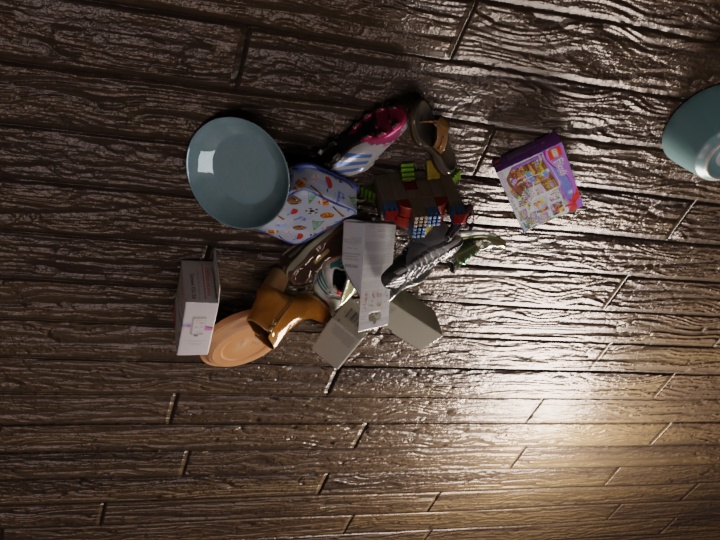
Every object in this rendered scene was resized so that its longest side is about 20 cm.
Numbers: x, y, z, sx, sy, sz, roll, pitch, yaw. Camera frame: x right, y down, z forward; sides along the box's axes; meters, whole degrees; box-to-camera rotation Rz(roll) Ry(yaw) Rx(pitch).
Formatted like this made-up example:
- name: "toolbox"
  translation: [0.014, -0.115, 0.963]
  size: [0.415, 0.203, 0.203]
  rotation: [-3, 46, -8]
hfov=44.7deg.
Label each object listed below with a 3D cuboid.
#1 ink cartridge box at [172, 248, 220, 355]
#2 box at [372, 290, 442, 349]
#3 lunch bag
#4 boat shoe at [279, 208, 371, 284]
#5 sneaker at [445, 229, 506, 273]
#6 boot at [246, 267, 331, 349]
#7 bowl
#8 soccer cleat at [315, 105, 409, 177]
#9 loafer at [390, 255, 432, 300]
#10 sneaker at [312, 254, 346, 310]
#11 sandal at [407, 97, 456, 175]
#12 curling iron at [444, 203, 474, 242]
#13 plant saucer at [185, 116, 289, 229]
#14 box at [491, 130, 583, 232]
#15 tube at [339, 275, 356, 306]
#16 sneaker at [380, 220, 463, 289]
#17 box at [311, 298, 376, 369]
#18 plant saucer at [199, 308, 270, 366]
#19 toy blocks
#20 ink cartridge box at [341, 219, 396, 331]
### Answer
- name: "ink cartridge box"
  translation: [-0.326, 0.061, 1.734]
  size: [0.067, 0.117, 0.201]
  rotation: [2, 135, -20]
- name: "box"
  translation: [0.090, 0.094, 1.917]
  size: [0.068, 0.082, 0.200]
  rotation: [-36, 134, 21]
- name: "lunch bag"
  translation: [-0.108, -0.118, 1.604]
  size: [0.160, 0.076, 0.199]
  rotation: [19, 150, -40]
- name: "boat shoe"
  translation: [-0.074, -0.063, 1.713]
  size: [0.202, 0.075, 0.075]
  rotation: [-37, 142, -11]
- name: "sneaker"
  translation: [0.202, -0.037, 1.798]
  size: [0.199, 0.089, 0.077]
  rotation: [0, 177, -10]
- name: "boot"
  translation: [-0.151, 0.103, 1.809]
  size: [0.070, 0.145, 0.201]
  rotation: [-3, 145, 42]
- name: "bowl"
  translation: [0.711, -0.255, 1.722]
  size: [0.199, 0.105, 0.201]
  rotation: [-10, 139, -8]
- name: "soccer cleat"
  translation: [0.012, -0.225, 1.571]
  size: [0.199, 0.070, 0.086]
  rotation: [-27, 146, 21]
- name: "loafer"
  translation: [0.070, 0.006, 1.801]
  size: [0.199, 0.069, 0.076]
  rotation: [-30, 113, -36]
- name: "sneaker"
  translation: [-0.053, 0.031, 1.803]
  size: [0.070, 0.094, 0.200]
  rotation: [-2, 137, -14]
- name: "sandal"
  translation: [0.140, -0.239, 1.570]
  size: [0.054, 0.082, 0.200]
  rotation: [-1, 149, 29]
- name: "curling iron"
  translation: [0.194, -0.088, 1.695]
  size: [0.025, 0.200, 0.050]
  rotation: [1, 107, 17]
- name: "plant saucer"
  translation: [-0.207, -0.172, 1.523]
  size: [0.200, 0.039, 0.202]
  rotation: [9, 115, 19]
- name: "box"
  translation: [0.356, -0.173, 1.749]
  size: [0.136, 0.039, 0.200]
  rotation: [-24, 138, 10]
- name: "tube"
  translation: [0.000, 0.000, 1.719]
  size: [0.052, 0.200, 0.058]
  rotation: [-19, 104, 24]
- name: "sneaker"
  translation: [0.095, -0.049, 1.701]
  size: [0.199, 0.116, 0.075]
  rotation: [-28, 165, -30]
- name: "box"
  translation: [-0.037, 0.137, 1.875]
  size: [0.082, 0.068, 0.200]
  rotation: [40, 153, 2]
- name: "plant saucer"
  translation: [-0.250, 0.150, 1.880]
  size: [0.199, 0.032, 0.201]
  rotation: [-21, 152, -11]
- name: "toy blocks"
  translation: [0.110, -0.123, 1.653]
  size: [0.199, 0.137, 0.100]
  rotation: [-5, 138, -11]
- name: "ink cartridge box"
  translation: [0.013, 0.006, 1.651]
  size: [0.057, 0.201, 0.162]
  rotation: [10, -175, 22]
